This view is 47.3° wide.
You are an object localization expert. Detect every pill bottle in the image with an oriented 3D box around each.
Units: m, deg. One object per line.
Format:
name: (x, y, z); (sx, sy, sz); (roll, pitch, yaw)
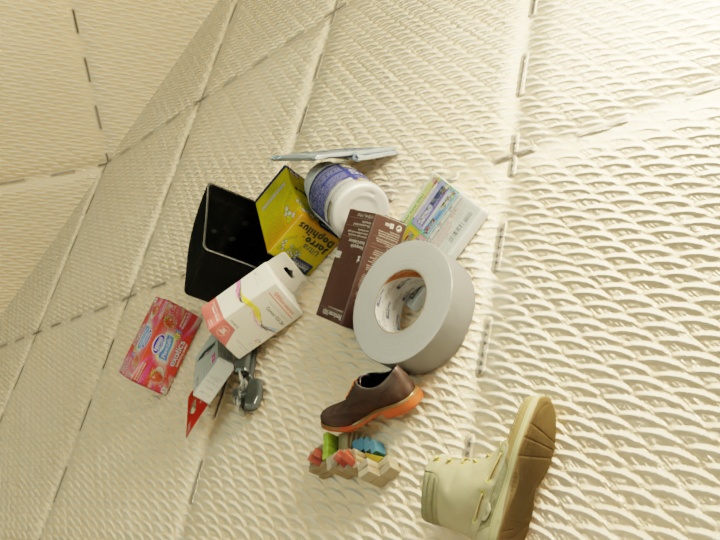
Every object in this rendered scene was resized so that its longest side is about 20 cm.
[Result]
pill bottle: (-0.035, -0.139, 1.581); (0.121, 0.119, 0.200); (-54, 33, 6)

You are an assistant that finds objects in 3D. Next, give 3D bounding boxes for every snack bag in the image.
snack bag: (-0.054, -0.228, 1.634); (0.187, 0.197, 0.022); (11, 108, 54)

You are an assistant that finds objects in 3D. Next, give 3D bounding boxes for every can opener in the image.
can opener: (-0.220, 0.198, 1.636); (0.065, 0.053, 0.203); (-8, 51, 8)

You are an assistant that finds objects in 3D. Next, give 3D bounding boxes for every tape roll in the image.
tape roll: (0.081, 0.058, 1.291); (0.198, 0.066, 0.204); (-22, 55, 35)

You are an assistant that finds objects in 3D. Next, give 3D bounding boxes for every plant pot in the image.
plant pot: (-0.282, -0.030, 1.772); (0.178, 0.198, 0.202); (-48, 33, 34)

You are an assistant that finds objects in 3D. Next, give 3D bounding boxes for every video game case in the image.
video game case: (0.112, -0.052, 1.405); (0.201, 0.022, 0.182); (-55, 33, 9)

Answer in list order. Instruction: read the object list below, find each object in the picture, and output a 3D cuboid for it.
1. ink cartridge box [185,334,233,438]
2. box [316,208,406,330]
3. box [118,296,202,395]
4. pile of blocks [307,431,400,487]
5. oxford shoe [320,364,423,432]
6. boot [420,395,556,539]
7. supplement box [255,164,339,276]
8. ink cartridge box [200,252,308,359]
ink cartridge box: (-0.328, 0.226, 1.708); (0.175, 0.043, 0.200); (-54, 17, 7)
box: (0.000, 0.000, 1.435); (0.100, 0.074, 0.204); (14, 88, 59)
box: (-0.469, 0.175, 1.930); (0.095, 0.099, 0.203); (9, 71, 55)
pile of blocks: (-0.021, 0.282, 1.278); (0.198, 0.062, 0.083); (-9, 57, 50)
oxford shoe: (0.005, 0.196, 1.285); (0.198, 0.073, 0.071); (-26, 14, 33)
boot: (0.160, 0.246, 1.055); (0.154, 0.072, 0.203); (6, 74, 52)
supplement box: (-0.132, -0.105, 1.694); (0.110, 0.108, 0.201); (-46, 35, 19)
ink cartridge box: (-0.194, 0.068, 1.598); (0.199, 0.117, 0.068); (-35, 46, 3)
